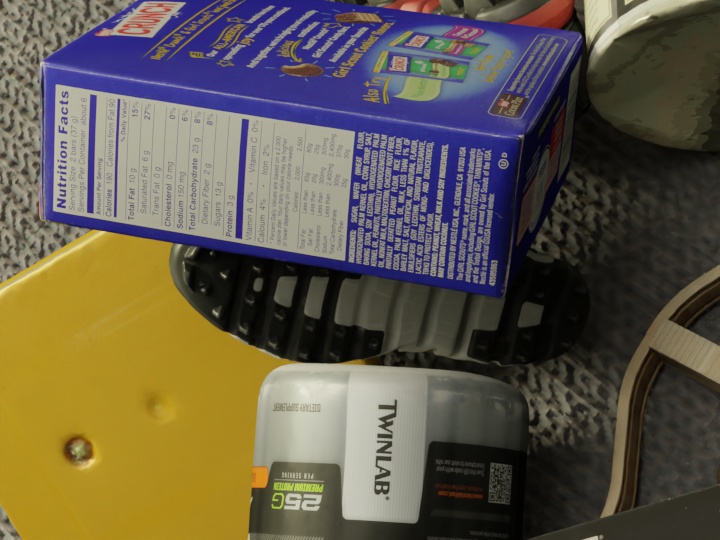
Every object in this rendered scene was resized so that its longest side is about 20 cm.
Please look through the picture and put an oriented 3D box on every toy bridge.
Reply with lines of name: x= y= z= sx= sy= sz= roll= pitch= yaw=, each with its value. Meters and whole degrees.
toy bridge: x=0.160 y=0.043 z=1.018 sx=0.067 sy=0.027 sz=0.200 roll=28 pitch=83 yaw=36

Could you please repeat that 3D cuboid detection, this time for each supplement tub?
supplement tub: x=0.009 y=0.145 z=0.983 sx=0.122 sy=0.122 sz=0.201 roll=0 pitch=81 yaw=28

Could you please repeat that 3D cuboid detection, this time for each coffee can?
coffee can: x=0.170 y=-0.176 z=1.039 sx=0.146 sy=0.146 sz=0.201 roll=-12 pitch=63 yaw=23

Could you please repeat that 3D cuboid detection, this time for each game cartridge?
game cartridge: x=-0.093 y=0.061 z=1.084 sx=0.200 sy=0.032 sz=0.177 roll=-29 pitch=99 yaw=13

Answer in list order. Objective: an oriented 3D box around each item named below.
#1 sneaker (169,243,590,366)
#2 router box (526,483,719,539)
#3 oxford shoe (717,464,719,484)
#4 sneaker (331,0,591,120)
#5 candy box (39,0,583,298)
sneaker: x=0.000 y=0.000 z=1.022 sx=0.091 sy=0.199 sz=0.067 roll=-134 pitch=54 yaw=-59
router box: x=0.173 y=0.131 z=0.896 sx=0.199 sy=0.150 sz=0.062 roll=-20 pitch=61 yaw=20
oxford shoe: x=0.233 y=0.052 z=0.933 sx=0.199 sy=0.073 sz=0.085 roll=-24 pitch=74 yaw=26
sneaker: x=0.050 y=-0.108 z=1.109 sx=0.071 sy=0.098 sz=0.200 roll=-34 pitch=23 yaw=-19
candy box: x=-0.017 y=-0.062 z=0.957 sx=0.199 sy=0.169 sz=0.077 roll=10 pitch=111 yaw=11
